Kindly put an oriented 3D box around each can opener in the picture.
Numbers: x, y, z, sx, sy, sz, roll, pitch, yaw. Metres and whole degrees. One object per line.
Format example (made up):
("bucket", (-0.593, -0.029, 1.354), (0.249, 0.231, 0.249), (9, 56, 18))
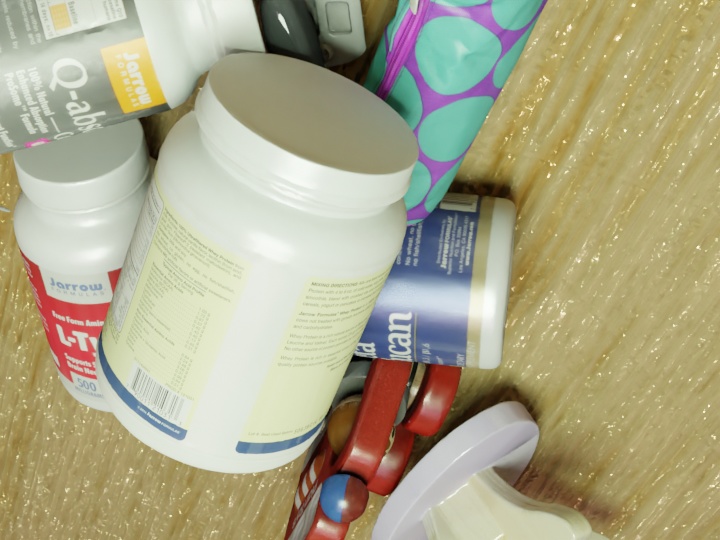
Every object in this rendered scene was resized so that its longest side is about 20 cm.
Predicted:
("can opener", (-0.034, -0.189, 0.794), (0.052, 0.067, 0.202), (1, 133, 11))

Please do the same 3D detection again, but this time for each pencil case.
("pencil case", (0.040, -0.118, 0.828), (0.091, 0.086, 0.201), (-10, 144, -31))

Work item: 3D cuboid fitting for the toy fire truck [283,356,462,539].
("toy fire truck", (-0.009, 0.131, 1.022), (0.111, 0.169, 0.201), (21, 134, -9))

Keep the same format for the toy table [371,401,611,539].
("toy table", (0.097, 0.203, 1.067), (0.182, 0.118, 0.201), (-22, 150, -25))

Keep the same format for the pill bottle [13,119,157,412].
("pill bottle", (-0.171, -0.009, 0.964), (0.110, 0.113, 0.202), (3, 134, 9))

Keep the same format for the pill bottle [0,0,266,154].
("pill bottle", (-0.159, -0.139, 0.807), (0.197, 0.117, 0.117), (-15, 131, 0))

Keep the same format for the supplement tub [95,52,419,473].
("supplement tub", (-0.059, -0.004, 0.802), (0.143, 0.146, 0.202), (20, 119, -7))

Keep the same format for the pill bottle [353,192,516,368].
("pill bottle", (0.000, 0.000, 0.935), (0.197, 0.112, 0.112), (6, 134, 7))

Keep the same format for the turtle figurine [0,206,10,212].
("turtle figurine", (-0.301, -0.120, 0.901), (0.199, 0.101, 0.149), (36, 175, -32))
